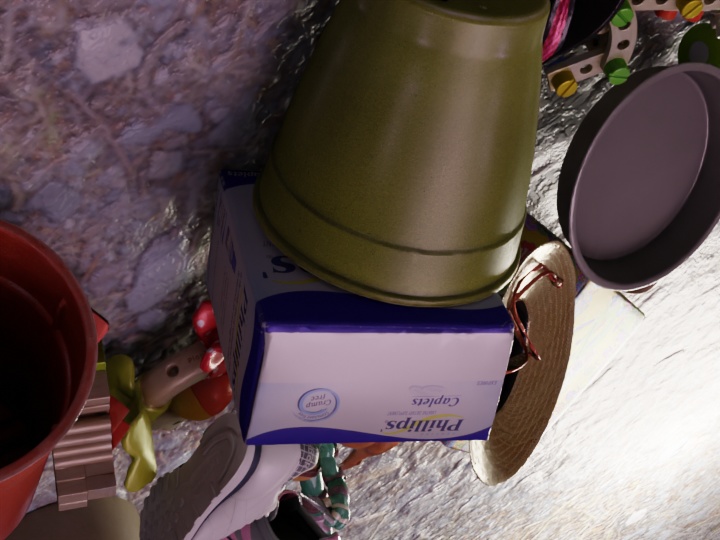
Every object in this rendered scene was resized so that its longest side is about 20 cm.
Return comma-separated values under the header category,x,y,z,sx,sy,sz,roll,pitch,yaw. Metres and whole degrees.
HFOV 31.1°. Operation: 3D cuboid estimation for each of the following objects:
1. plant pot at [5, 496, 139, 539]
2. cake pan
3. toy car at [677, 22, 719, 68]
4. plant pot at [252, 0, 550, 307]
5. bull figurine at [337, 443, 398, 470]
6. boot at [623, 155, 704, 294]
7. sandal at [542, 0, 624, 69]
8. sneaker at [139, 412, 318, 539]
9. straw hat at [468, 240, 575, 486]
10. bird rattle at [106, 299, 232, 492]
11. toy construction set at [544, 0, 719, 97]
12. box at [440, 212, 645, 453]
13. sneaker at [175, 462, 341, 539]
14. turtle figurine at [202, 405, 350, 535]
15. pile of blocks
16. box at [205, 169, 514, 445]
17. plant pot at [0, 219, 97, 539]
category,x,y,z,sx,sy,sz,roll,pitch,yaw
plant pot,-0.264,0.354,1.235,0.186,0.201,0.188,-22,149,-14
cake pan,0.239,-0.081,1.074,0.198,0.037,0.202,-19,125,-28
toy car,0.403,-0.166,1.097,0.163,0.201,0.159,-6,140,-37
plant pot,0.041,-0.114,0.878,0.198,0.201,0.195,-9,131,-33
bull figurine,-0.024,0.142,1.283,0.121,0.066,0.200,-28,143,13
boot,0.279,-0.080,1.226,0.155,0.071,0.202,-7,112,-78
sandal,0.122,-0.180,0.943,0.200,0.075,0.045,-45,160,25
sneaker,-0.115,0.192,1.060,0.080,0.077,0.200,13,139,-37
straw hat,0.100,0.064,1.050,0.201,0.084,0.203,-36,134,-48
bird rattle,-0.142,0.083,1.091,0.200,0.113,0.163,-40,167,0
toy construction set,0.238,-0.206,0.997,0.198,0.093,0.132,-17,146,-25
box,0.140,0.062,1.216,0.200,0.122,0.192,-49,152,7
sneaker,-0.087,0.207,1.114,0.070,0.199,0.083,-16,130,-49
turtle figurine,-0.061,0.177,1.181,0.101,0.149,0.201,-47,159,-33
pile of blocks,-0.211,0.093,0.993,0.061,0.082,0.202,-6,120,-16
box,-0.008,0.022,0.939,0.182,0.201,0.106,1,125,-17
plant pot,-0.286,0.096,0.870,0.199,0.202,0.196,-15,153,-26
